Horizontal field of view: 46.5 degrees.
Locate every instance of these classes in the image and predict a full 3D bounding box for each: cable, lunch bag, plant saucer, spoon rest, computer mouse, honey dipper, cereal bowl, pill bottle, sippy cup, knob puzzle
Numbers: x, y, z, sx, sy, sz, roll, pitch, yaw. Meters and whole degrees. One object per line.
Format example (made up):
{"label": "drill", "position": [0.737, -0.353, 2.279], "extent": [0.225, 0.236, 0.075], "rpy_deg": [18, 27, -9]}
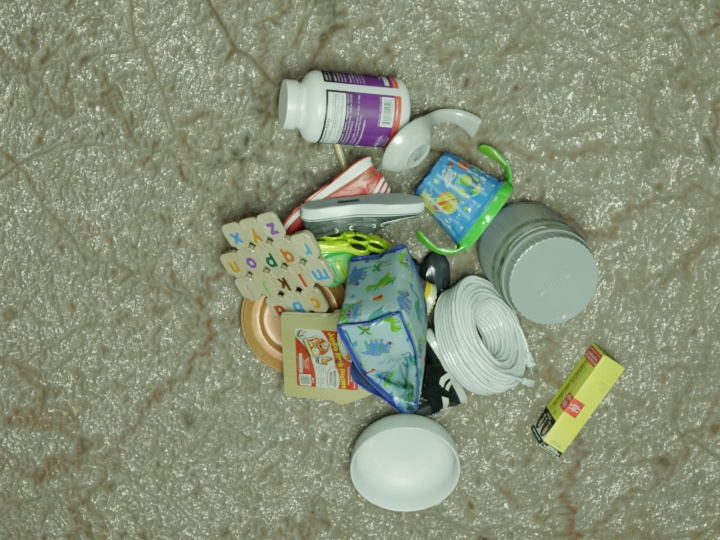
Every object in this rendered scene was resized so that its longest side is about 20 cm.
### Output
{"label": "cable", "position": [0.205, 0.111, 1.421], "extent": [0.069, 0.199, 0.202], "rpy_deg": [-26, 68, 38]}
{"label": "lunch bag", "position": [0.048, 0.093, 1.289], "extent": [0.126, 0.171, 0.201], "rpy_deg": [-14, 126, 19]}
{"label": "plant saucer", "position": [-0.112, 0.082, 1.460], "extent": [0.198, 0.037, 0.202], "rpy_deg": [0, 93, 0]}
{"label": "spoon rest", "position": [0.108, -0.219, 1.364], "extent": [0.061, 0.199, 0.100], "rpy_deg": [48, 143, 22]}
{"label": "computer mouse", "position": [0.138, 0.065, 1.471], "extent": [0.058, 0.034, 0.202], "rpy_deg": [-17, 109, -39]}
{"label": "honey dipper", "position": [-0.032, -0.197, 1.416], "extent": [0.038, 0.038, 0.202], "rpy_deg": [-17, 100, 2]}
{"label": "cereal bowl", "position": [0.081, 0.333, 1.507], "extent": [0.198, 0.084, 0.202], "rpy_deg": [2, 121, 3]}
{"label": "pill bottle", "position": [-0.027, -0.258, 1.341], "extent": [0.198, 0.112, 0.114], "rpy_deg": [2, 104, -16]}
{"label": "sippy cup", "position": [0.164, -0.123, 1.395], "extent": [0.130, 0.178, 0.140], "rpy_deg": [36, 134, 1]}
{"label": "knob puzzle", "position": [-0.032, 0.144, 1.417], "extent": [0.217, 0.031, 0.221], "rpy_deg": [3, 123, 5]}

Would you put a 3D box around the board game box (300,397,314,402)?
{"label": "board game box", "position": [-0.020, 0.161, 1.505], "extent": [0.198, 0.032, 0.121], "rpy_deg": [-11, 99, 1]}

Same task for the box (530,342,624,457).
{"label": "box", "position": [0.389, 0.233, 1.510], "extent": [0.050, 0.075, 0.201], "rpy_deg": [32, 101, -8]}

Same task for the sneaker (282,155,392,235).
{"label": "sneaker", "position": [-0.033, -0.087, 1.384], "extent": [0.199, 0.078, 0.116], "rpy_deg": [-37, 93, 19]}

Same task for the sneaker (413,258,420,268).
{"label": "sneaker", "position": [0.000, 0.000, 1.445], "extent": [0.198, 0.076, 0.092], "rpy_deg": [15, 106, -4]}

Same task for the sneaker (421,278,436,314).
{"label": "sneaker", "position": [0.050, 0.094, 1.435], "extent": [0.089, 0.075, 0.201], "rpy_deg": [24, 103, -11]}

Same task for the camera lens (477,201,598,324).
{"label": "camera lens", "position": [0.287, -0.016, 1.377], "extent": [0.158, 0.200, 0.162], "rpy_deg": [-2, 109, -5]}

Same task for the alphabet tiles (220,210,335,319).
{"label": "alphabet tiles", "position": [-0.137, -0.006, 1.364], "extent": [0.199, 0.015, 0.197], "rpy_deg": [-12, 118, 36]}

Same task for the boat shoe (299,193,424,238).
{"label": "boat shoe", "position": [0.004, -0.085, 1.329], "extent": [0.198, 0.069, 0.057], "rpy_deg": [-4, 111, 5]}

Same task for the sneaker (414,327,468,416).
{"label": "sneaker", "position": [0.112, 0.191, 1.455], "extent": [0.111, 0.073, 0.201], "rpy_deg": [-27, 133, 2]}

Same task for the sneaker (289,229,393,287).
{"label": "sneaker", "position": [-0.028, -0.017, 1.370], "extent": [0.198, 0.074, 0.084], "rpy_deg": [8, 125, 9]}
